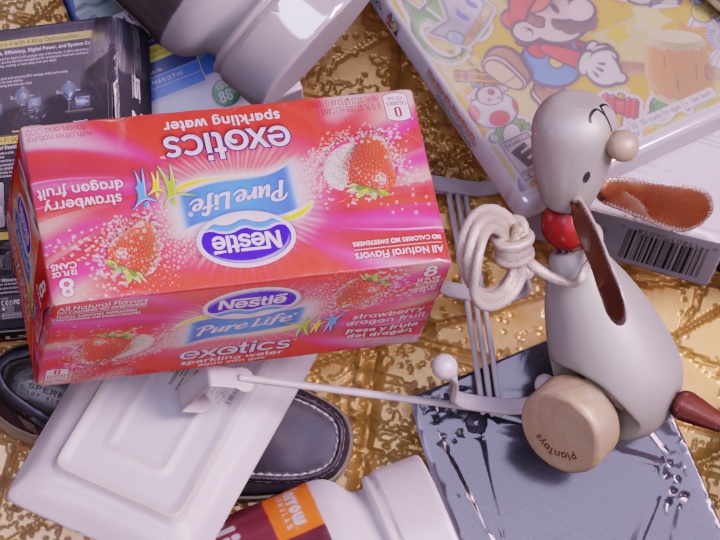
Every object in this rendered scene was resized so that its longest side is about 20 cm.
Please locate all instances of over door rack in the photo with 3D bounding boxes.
[{"bbox_3d":[0.000,0.000,1.538,0.200,0.067,0.148,2,61,-20],"label":"over door rack"}]

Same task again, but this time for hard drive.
[{"bbox_3d":[0.119,0.138,1.585,0.135,0.042,0.200,-23,84,-4],"label":"hard drive"}]

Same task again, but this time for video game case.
[{"bbox_3d":[0.120,-0.138,1.569,0.200,0.023,0.182,-25,68,-20],"label":"video game case"}]

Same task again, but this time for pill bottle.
[{"bbox_3d":[-0.043,0.177,1.541,0.200,0.114,0.114,-23,86,-4],"label":"pill bottle"},{"bbox_3d":[-0.092,-0.182,1.513,0.200,0.114,0.114,42,85,3],"label":"pill bottle"}]

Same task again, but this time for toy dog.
[{"bbox_3d":[0.134,0.015,1.481,0.096,0.200,0.132,10,53,31],"label":"toy dog"}]

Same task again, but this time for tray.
[{"bbox_3d":[-0.091,0.058,1.534,0.107,0.022,0.200,24,56,8],"label":"tray"}]

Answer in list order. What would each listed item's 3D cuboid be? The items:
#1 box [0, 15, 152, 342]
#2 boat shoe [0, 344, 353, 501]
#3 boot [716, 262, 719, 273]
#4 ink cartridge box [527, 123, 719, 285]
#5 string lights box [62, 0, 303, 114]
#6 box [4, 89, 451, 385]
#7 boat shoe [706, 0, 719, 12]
[{"bbox_3d":[-0.207,-0.041,1.553,0.200,0.049,0.161,-6,83,19],"label":"box"},{"bbox_3d":[-0.103,0.079,1.572,0.200,0.065,0.072,14,84,-1],"label":"boat shoe"},{"bbox_3d":[0.277,-0.088,1.599,0.165,0.066,0.200,4,87,-9],"label":"boot"},{"bbox_3d":[0.158,-0.098,1.595,0.109,0.050,0.200,15,59,0],"label":"ink cartridge box"},{"bbox_3d":[-0.114,-0.167,1.598,0.103,0.059,0.200,-22,86,-3],"label":"string lights box"},{"bbox_3d":[-0.066,-0.016,1.448,0.200,0.095,0.100,-6,65,-14],"label":"box"},{"bbox_3d":[0.262,-0.142,1.546,0.201,0.066,0.072,31,59,6],"label":"boat shoe"}]
